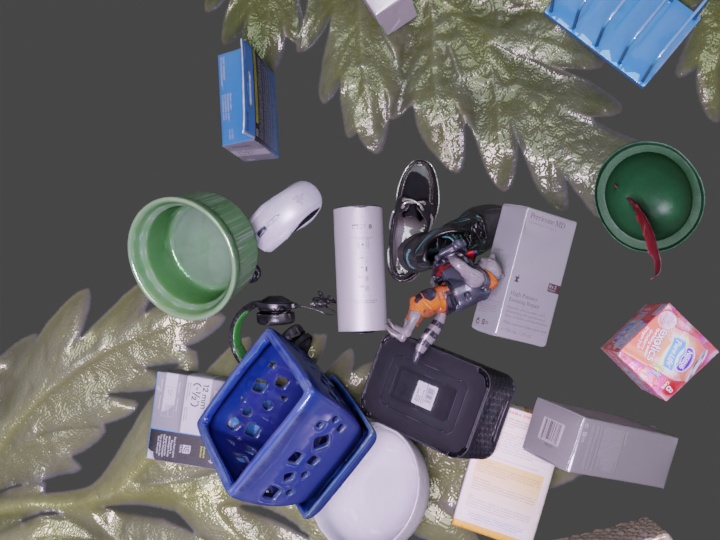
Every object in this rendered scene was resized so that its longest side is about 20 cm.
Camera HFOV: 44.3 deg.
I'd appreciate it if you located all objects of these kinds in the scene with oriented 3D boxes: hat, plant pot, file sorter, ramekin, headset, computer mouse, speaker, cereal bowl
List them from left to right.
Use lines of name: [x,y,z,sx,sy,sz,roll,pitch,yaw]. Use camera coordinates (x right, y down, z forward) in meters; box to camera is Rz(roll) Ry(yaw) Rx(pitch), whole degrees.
ramekin: [-0.260,-0.030,1.409,0.199,0.098,0.201,8,110,22]
computer mouse: [-0.151,-0.074,1.452,0.200,0.044,0.110,-42,81,5]
headset: [-0.127,0.093,1.415,0.200,0.094,0.124,-29,83,18]
plant pot: [-0.102,0.238,1.329,0.180,0.200,0.200,35,97,-34]
speaker: [0.000,0.000,1.407,0.081,0.081,0.201,-3,87,8]
cereal bowl: [0.024,0.338,1.367,0.200,0.083,0.201,-14,64,30]
file sorter: [0.405,-0.404,1.347,0.200,0.123,0.139,40,94,8]
hat: [0.442,-0.108,1.297,0.165,0.176,0.200,-26,84,6]

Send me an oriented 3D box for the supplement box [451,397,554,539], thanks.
supplement box: [0.227,0.308,1.360,0.126,0.074,0.201,17,90,10]

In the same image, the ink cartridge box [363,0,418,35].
ink cartridge box: [0.008,-0.488,1.413,0.067,0.117,0.200,-32,83,8]

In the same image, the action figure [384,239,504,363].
action figure: [0.129,0.046,1.308,0.193,0.200,0.105,-35,71,-5]

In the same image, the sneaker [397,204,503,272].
sneaker: [0.157,-0.046,1.363,0.200,0.079,0.076,-25,98,-17]

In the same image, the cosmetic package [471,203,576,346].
cosmetic package: [0.251,0.007,1.355,0.101,0.074,0.201,14,91,-26]

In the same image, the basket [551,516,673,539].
basket: [0.370,0.463,1.274,0.198,0.200,0.161,-17,79,7]

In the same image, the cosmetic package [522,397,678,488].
cosmetic package: [0.349,0.250,1.283,0.200,0.107,0.090,19,88,-28]

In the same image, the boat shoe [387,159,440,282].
boat shoe: [0.081,-0.081,1.409,0.074,0.060,0.201,13,89,9]

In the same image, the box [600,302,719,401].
box: [0.425,0.115,1.277,0.103,0.200,0.095,-44,82,3]

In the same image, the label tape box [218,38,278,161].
label tape box: [-0.182,-0.260,1.380,0.066,0.200,0.144,-4,86,9]

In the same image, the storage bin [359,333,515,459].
storage bin: [0.114,0.189,1.335,0.200,0.094,0.136,20,90,37]

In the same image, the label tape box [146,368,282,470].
label tape box: [-0.236,0.245,1.438,0.199,0.066,0.144,7,88,10]
